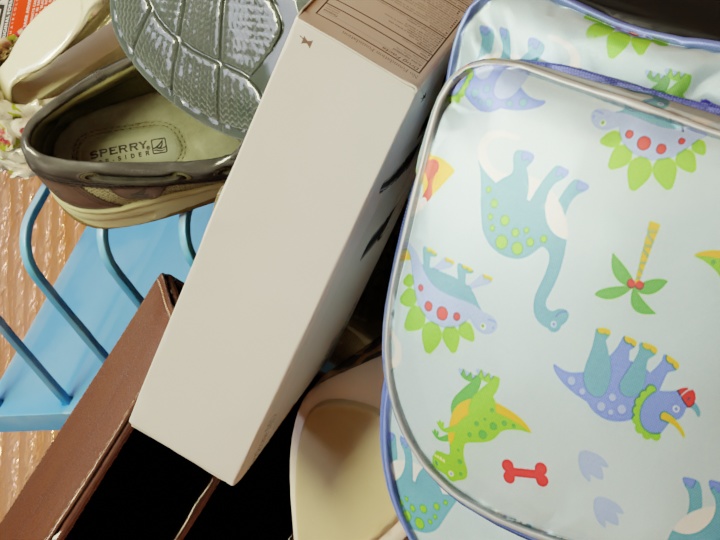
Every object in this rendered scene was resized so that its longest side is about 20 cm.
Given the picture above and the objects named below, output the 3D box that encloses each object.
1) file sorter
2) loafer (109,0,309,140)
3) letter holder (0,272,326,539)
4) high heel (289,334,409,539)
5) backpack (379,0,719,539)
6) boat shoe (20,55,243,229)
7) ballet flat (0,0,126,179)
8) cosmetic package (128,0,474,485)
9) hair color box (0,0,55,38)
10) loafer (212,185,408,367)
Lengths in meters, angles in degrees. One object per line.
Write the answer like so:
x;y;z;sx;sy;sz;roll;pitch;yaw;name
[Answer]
-0.101;-0.019;1.219;0.199;0.123;0.139;-5;46;37;file sorter
-0.008;-0.079;0.995;0.200;0.063;0.072;22;110;37;loafer
-0.089;0.118;1.056;0.200;0.100;0.142;-57;9;3;letter holder
0.052;0.038;0.998;0.071;0.142;0.200;42;125;26;high heel
0.092;0.021;0.823;0.182;0.147;0.201;19;110;25;backpack
-0.043;-0.070;1.067;0.066;0.200;0.072;28;-135;-73;boat shoe
-0.090;-0.113;1.152;0.200;0.064;0.076;-38;56;-1;ballet flat
-0.016;-0.021;0.910;0.083;0.051;0.200;-50;-10;-47;cosmetic package
-0.081;-0.115;1.274;0.199;0.101;0.061;-9;61;34;hair color box
0.000;0.000;1.081;0.067;0.200;0.076;24;78;25;loafer
